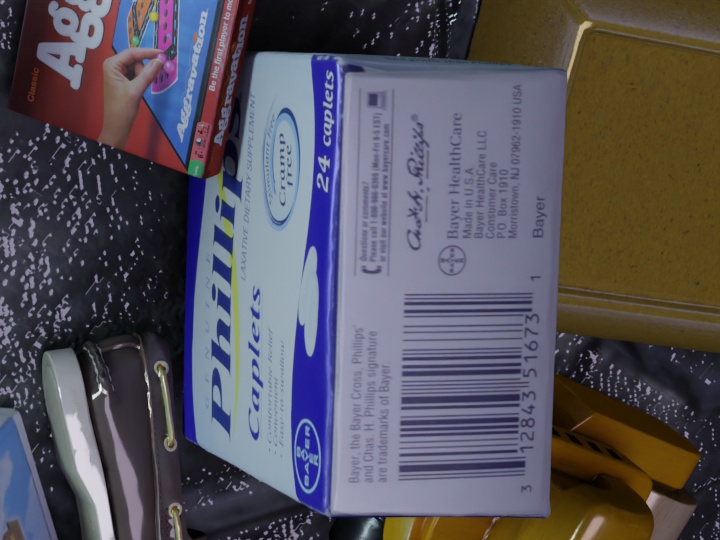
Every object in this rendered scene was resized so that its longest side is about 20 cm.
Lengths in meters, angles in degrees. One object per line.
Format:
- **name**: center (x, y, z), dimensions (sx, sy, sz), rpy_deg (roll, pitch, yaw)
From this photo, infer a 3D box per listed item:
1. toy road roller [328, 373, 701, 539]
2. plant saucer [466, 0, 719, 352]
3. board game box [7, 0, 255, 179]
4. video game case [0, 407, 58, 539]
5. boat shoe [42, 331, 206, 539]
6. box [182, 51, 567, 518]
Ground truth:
- **toy road roller**: center (0.096, 0.131, 1.168), dimensions (0.199, 0.146, 0.123), rpy_deg (23, 102, -38)
- **plant saucer**: center (0.140, -0.052, 1.181), dimensions (0.199, 0.048, 0.201), rpy_deg (7, 108, -25)
- **board game box**: center (-0.087, -0.150, 1.019), dimensions (0.019, 0.103, 0.201), rpy_deg (-22, 128, -61)
- **video game case**: center (-0.182, 0.194, 1.096), dimensions (0.022, 0.182, 0.201), rpy_deg (1, 119, 26)
- **boat shoe**: center (-0.101, 0.129, 1.130), dimensions (0.059, 0.072, 0.201), rpy_deg (-14, 99, -16)
- **box**: center (0.000, 0.000, 1.035), dimensions (0.104, 0.200, 0.185), rpy_deg (0, 95, -21)
